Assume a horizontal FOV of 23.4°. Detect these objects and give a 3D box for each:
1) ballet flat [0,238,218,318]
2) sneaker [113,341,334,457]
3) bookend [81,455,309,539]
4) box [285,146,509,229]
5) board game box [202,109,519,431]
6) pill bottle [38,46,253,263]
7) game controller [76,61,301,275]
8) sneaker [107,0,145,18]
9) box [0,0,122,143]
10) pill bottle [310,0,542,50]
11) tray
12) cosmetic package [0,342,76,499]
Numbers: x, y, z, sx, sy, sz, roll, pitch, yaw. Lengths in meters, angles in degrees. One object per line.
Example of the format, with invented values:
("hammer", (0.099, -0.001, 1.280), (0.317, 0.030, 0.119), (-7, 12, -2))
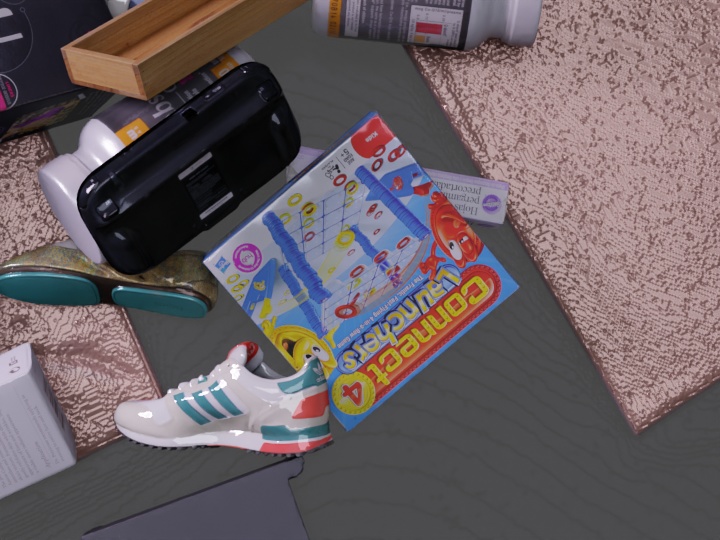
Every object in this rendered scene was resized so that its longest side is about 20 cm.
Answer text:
("ballet flat", (-0.223, 0.000, 1.535), (0.199, 0.071, 0.071), (6, 84, -1))
("sneaker", (-0.117, 0.105, 1.495), (0.199, 0.070, 0.094), (2, 96, 19))
("bookend", (-0.111, 0.283, 1.490), (0.199, 0.092, 0.200), (-20, 87, -5))
("box", (0.032, -0.074, 1.558), (0.199, 0.041, 0.039), (10, 85, -2))
("board game box", (0.000, 0.000, 1.510), (0.200, 0.056, 0.196), (-41, 98, 2))
("pill bottle", (-0.167, -0.100, 1.491), (0.200, 0.116, 0.117), (-36, 86, -18))
("game controller", (-0.136, -0.082, 1.421), (0.200, 0.105, 0.042), (-38, 47, -16))
("sneaker", (-0.161, -0.301, 1.565), (0.084, 0.075, 0.201), (18, 89, -7))
("box", (-0.312, -0.179, 1.481), (0.199, 0.106, 0.123), (-22, 85, -38))
("pill bottle", (0.059, -0.255, 1.540), (0.199, 0.116, 0.117), (7, 84, -1))
("tray", (-0.145, -0.208, 1.473), (0.200, 0.098, 0.037), (-37, 127, -36))
("cosmetic package", (-0.353, 0.154, 1.490), (0.199, 0.074, 0.102), (-23, 112, -3))
